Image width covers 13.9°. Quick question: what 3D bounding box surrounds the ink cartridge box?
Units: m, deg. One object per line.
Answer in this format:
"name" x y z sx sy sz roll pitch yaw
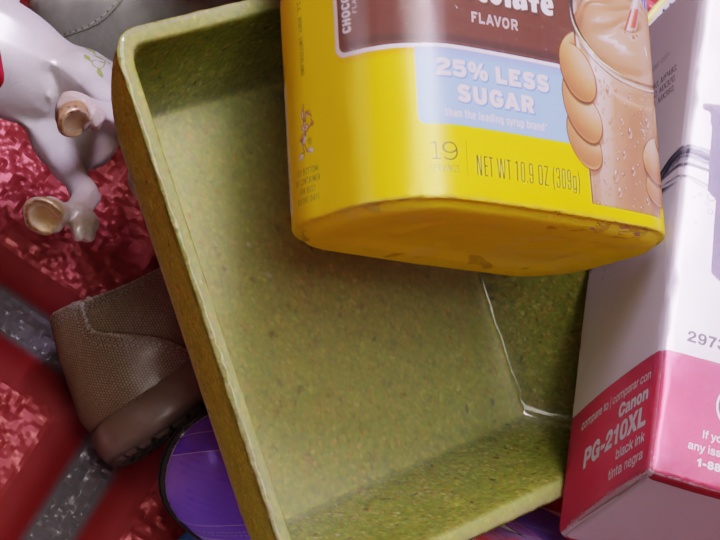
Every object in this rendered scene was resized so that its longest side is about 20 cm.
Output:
"ink cartridge box" 0.162 0.010 1.071 0.144 0.084 0.201 16 64 -14

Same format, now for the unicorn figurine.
"unicorn figurine" -0.138 -0.088 1.054 0.200 0.074 0.138 51 17 -17

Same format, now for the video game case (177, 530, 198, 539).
"video game case" -0.026 0.201 1.069 0.200 0.018 0.143 43 62 1

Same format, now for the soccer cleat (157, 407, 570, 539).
"soccer cleat" 0.022 0.100 1.074 0.199 0.073 0.069 24 95 -22

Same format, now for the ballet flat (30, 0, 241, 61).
"ballet flat" -0.037 -0.114 1.169 0.199 0.067 0.064 -23 105 -26

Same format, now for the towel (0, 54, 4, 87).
"towel" -0.196 -0.109 1.005 0.144 0.023 0.201 -21 51 9

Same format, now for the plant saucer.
"plant saucer" 0.000 0.000 1.040 0.199 0.048 0.201 -19 92 -46

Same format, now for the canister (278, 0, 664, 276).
"canister" 0.036 -0.106 1.013 0.148 0.086 0.201 7 74 -42

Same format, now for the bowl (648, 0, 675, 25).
"bowl" 0.174 -0.020 1.189 0.200 0.094 0.202 8 66 -18

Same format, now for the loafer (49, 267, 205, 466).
"loafer" -0.037 -0.009 1.118 0.200 0.076 0.068 -41 92 -29
